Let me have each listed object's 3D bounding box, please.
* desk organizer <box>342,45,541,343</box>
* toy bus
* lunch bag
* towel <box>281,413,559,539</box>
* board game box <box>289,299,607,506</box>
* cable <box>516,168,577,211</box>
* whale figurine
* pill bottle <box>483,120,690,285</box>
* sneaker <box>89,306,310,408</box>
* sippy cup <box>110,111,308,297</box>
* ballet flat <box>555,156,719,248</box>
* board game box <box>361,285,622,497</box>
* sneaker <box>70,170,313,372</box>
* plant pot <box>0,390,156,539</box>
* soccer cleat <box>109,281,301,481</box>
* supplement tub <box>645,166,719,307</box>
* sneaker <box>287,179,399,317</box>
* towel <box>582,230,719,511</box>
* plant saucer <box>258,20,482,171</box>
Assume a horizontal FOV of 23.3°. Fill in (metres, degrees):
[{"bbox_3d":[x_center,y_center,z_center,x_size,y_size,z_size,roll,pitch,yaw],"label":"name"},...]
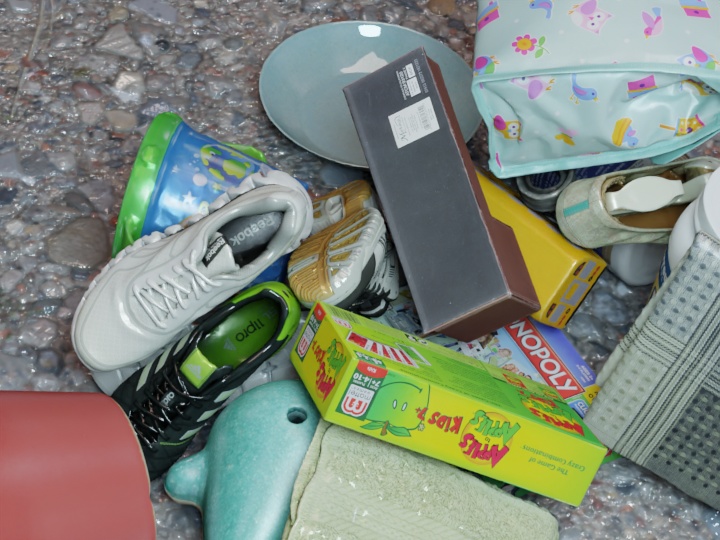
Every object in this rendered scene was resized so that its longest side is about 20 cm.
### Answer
[{"bbox_3d":[0.061,-0.053,1.289,0.071,0.077,0.202,-25,70,20],"label":"desk organizer"},{"bbox_3d":[0.095,-0.037,1.358,0.200,0.065,0.078,40,12,27],"label":"toy bus"},{"bbox_3d":[0.188,-0.168,1.302,0.198,0.123,0.172,-7,47,12],"label":"lunch bag"},{"bbox_3d":[0.039,0.187,1.143,0.199,0.036,0.150,28,57,-19],"label":"towel"},{"bbox_3d":[0.058,0.090,1.183,0.198,0.048,0.102,21,14,-22],"label":"board game box"},{"bbox_3d":[0.136,-0.124,1.371,0.096,0.051,0.201,1,39,17],"label":"cable"},{"bbox_3d":[-0.060,0.156,1.179,0.158,0.104,0.201,20,45,12],"label":"whale figurine"},{"bbox_3d":[0.194,-0.090,1.454,0.110,0.112,0.200,-24,53,-28],"label":"pill bottle"},{"bbox_3d":[-0.103,0.062,1.309,0.198,0.078,0.082,0,13,1],"label":"sneaker"},{"bbox_3d":[-0.112,-0.039,1.352,0.129,0.140,0.179,16,67,0],"label":"sippy cup"},{"bbox_3d":[0.236,-0.051,1.312,0.198,0.062,0.068,-12,80,-33],"label":"ballet flat"},{"bbox_3d":[0.101,0.080,1.332,0.133,0.029,0.200,-18,50,-23],"label":"board game box"},{"bbox_3d":[-0.120,0.001,1.221,0.199,0.075,0.081,-37,10,0],"label":"sneaker"},{"bbox_3d":[-0.235,0.160,1.104,0.176,0.202,0.201,-9,46,-28],"label":"plant pot"},{"bbox_3d":[-0.123,0.079,1.217,0.200,0.081,0.068,-44,85,-3],"label":"soccer cleat"},{"bbox_3d":[0.284,0.029,1.283,0.143,0.201,0.146,4,47,-5],"label":"supplement tub"},{"bbox_3d":[0.000,0.000,1.292,0.075,0.088,0.200,-23,16,13],"label":"sneaker"},{"bbox_3d":[0.270,0.088,1.212,0.191,0.201,0.035,31,39,5],"label":"towel"},{"bbox_3d":[0.009,-0.144,1.535,0.199,0.039,0.202,4,46,-4],"label":"plant saucer"}]
